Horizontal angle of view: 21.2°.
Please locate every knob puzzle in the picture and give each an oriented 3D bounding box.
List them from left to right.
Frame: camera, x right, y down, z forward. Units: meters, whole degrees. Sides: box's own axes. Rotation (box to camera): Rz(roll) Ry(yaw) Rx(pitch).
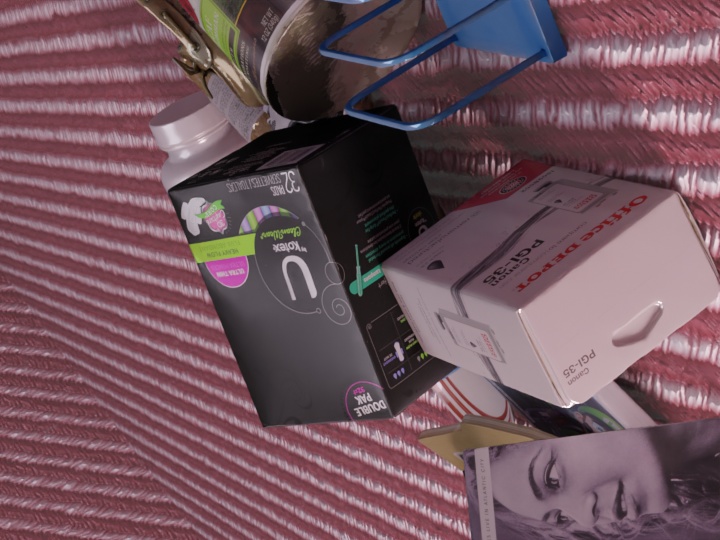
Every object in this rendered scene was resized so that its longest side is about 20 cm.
[{"bbox_3d":[0.165,0.165,1.583,0.218,0.031,0.220,24,158,10],"label":"knob puzzle"}]

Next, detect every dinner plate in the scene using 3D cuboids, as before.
[{"bbox_3d":[0.086,0.073,1.756,0.200,0.024,0.201,51,161,25],"label":"dinner plate"}]

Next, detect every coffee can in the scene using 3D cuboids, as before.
[{"bbox_3d":[-0.068,-0.232,1.458,0.200,0.146,0.147,48,160,28],"label":"coffee can"}]

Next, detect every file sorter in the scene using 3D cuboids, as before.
[{"bbox_3d":[0.023,-0.211,1.284,0.139,0.122,0.201,22,140,61],"label":"file sorter"}]

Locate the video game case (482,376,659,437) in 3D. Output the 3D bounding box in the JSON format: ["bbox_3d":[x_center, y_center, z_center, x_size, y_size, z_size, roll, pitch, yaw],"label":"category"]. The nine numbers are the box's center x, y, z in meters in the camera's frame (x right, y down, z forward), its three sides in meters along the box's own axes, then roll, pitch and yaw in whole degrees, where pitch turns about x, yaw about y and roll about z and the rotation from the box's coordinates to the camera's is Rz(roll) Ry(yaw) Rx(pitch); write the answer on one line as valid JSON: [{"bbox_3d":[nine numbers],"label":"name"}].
[{"bbox_3d":[0.152,0.092,1.524,0.200,0.023,0.182,45,164,-8],"label":"video game case"}]

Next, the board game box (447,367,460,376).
[{"bbox_3d":[0.000,0.000,1.567,0.201,0.040,0.153,61,155,-5],"label":"board game box"}]

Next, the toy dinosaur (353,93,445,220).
[{"bbox_3d":[0.034,-0.051,1.600,0.200,0.086,0.136,41,150,30],"label":"toy dinosaur"}]

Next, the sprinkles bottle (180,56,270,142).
[{"bbox_3d":[-0.089,-0.150,1.785,0.200,0.068,0.068,47,160,32],"label":"sprinkles bottle"}]

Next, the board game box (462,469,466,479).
[{"bbox_3d":[0.139,0.238,1.508,0.136,0.028,0.200,65,177,-15],"label":"board game box"}]

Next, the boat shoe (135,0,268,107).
[{"bbox_3d":[-0.144,-0.206,1.587,0.200,0.063,0.073,52,-172,7],"label":"boat shoe"}]

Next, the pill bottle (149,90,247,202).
[{"bbox_3d":[-0.136,-0.079,1.961,0.112,0.112,0.201,19,137,64],"label":"pill bottle"}]

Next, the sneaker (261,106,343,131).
[{"bbox_3d":[-0.068,-0.145,1.676,0.200,0.077,0.141,174,80,-72],"label":"sneaker"}]

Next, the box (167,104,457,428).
[{"bbox_3d":[-0.024,0.000,1.437,0.148,0.124,0.201,-7,110,44],"label":"box"}]

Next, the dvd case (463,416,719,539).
[{"bbox_3d":[0.175,0.188,1.357,0.016,0.198,0.150,37,-134,-67],"label":"dvd case"}]

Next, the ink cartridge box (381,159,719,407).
[{"bbox_3d":[0.127,0.003,1.316,0.083,0.146,0.200,61,162,-21],"label":"ink cartridge box"}]
